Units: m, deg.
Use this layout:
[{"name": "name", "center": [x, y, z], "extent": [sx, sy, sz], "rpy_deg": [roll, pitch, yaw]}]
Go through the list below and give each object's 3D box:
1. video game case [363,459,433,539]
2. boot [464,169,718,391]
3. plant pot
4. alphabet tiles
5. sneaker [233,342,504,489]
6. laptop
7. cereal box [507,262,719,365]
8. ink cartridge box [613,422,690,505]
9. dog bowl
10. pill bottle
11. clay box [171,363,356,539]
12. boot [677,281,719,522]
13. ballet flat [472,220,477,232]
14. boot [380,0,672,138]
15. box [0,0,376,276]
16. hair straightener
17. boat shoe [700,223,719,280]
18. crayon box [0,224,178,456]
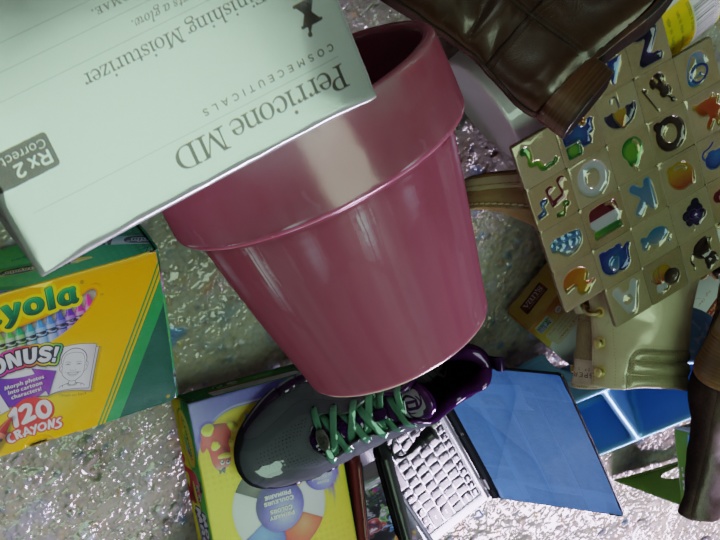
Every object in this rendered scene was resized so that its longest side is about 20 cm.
[{"name": "video game case", "center": [-0.031, 0.264, 1.080], "extent": [0.198, 0.023, 0.183], "rpy_deg": [-30, 128, 1]}, {"name": "boot", "center": [0.164, 0.009, 0.971], "extent": [0.197, 0.073, 0.158], "rpy_deg": [9, 93, -12]}, {"name": "plant pot", "center": [-0.011, -0.031, 0.810], "extent": [0.199, 0.200, 0.181], "rpy_deg": [-30, 111, -13]}, {"name": "alphabet tiles", "center": [0.191, -0.065, 0.901], "extent": [0.165, 0.006, 0.202], "rpy_deg": [-29, 118, -12]}, {"name": "sneaker", "center": [0.004, 0.094, 0.921], "extent": [0.198, 0.087, 0.075], "rpy_deg": [-27, 97, -17]}, {"name": "laptop", "center": [0.083, 0.175, 1.062], "extent": [0.199, 0.116, 0.188], "rpy_deg": [-36, 128, -9]}, {"name": "cereal box", "center": [0.232, 0.032, 1.121], "extent": [0.199, 0.040, 0.144], "rpy_deg": [36, 95, -39]}, {"name": "ink cartridge box", "center": [0.342, 0.162, 1.184], "extent": [0.146, 0.199, 0.077], "rpy_deg": [-11, 98, -26]}, {"name": "dog bowl", "center": [0.212, 0.102, 1.087], "extent": [0.198, 0.050, 0.112], "rpy_deg": [-26, 136, 16]}, {"name": "pill bottle", "center": [0.160, -0.173, 0.916], "extent": [0.199, 0.113, 0.113], "rpy_deg": [-39, 129, -6]}, {"name": "clay box", "center": [-0.065, 0.180, 0.972], "extent": [0.114, 0.047, 0.203], "rpy_deg": [-13, 97, -24]}, {"name": "boot", "center": [0.294, 0.092, 1.016], "extent": [0.199, 0.072, 0.169], "rpy_deg": [-18, 121, -59]}, {"name": "ballet flat", "center": [0.000, 0.000, 0.940], "extent": [0.197, 0.065, 0.076], "rpy_deg": [-7, 155, -23]}, {"name": "boot", "center": [0.104, -0.211, 0.833], "extent": [0.187, 0.199, 0.064], "rpy_deg": [-50, 173, -13]}, {"name": "box", "center": [-0.128, -0.116, 0.703], "extent": [0.197, 0.200, 0.132], "rpy_deg": [-30, 110, -14]}, {"name": "hair straightener", "center": [0.020, 0.119, 0.998], "extent": [0.076, 0.041, 0.203], "rpy_deg": [-9, 93, -11]}, {"name": "boat shoe", "center": [0.282, -0.030, 1.044], "extent": [0.199, 0.060, 0.072], "rpy_deg": [-31, 153, -16]}, {"name": "crayon box", "center": [-0.225, 0.051, 0.843], "extent": [0.198, 0.058, 0.120], "rpy_deg": [-17, 124, -22]}]
